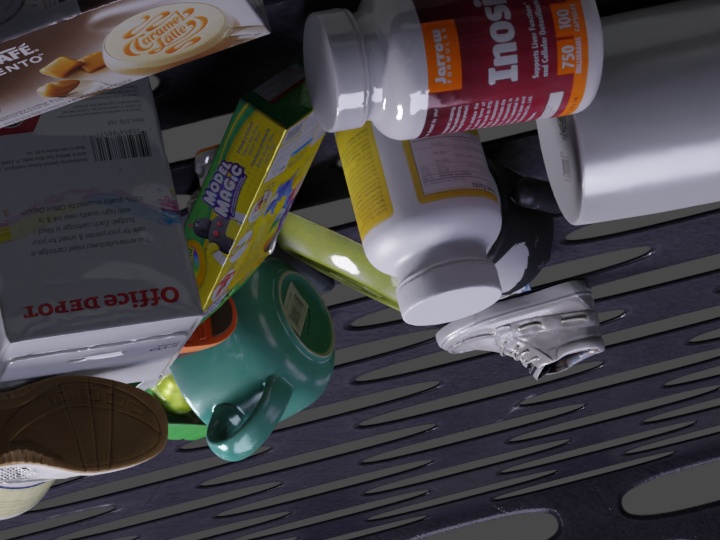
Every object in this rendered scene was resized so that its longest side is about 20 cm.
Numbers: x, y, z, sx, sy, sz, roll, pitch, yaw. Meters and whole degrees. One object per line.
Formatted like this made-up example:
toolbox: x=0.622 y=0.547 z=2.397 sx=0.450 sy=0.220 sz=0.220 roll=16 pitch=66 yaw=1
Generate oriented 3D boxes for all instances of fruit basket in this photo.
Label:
fruit basket: x=-0.165 y=0.109 z=1.942 sx=0.200 sy=0.094 sz=0.184 roll=-43 pitch=151 yaw=26

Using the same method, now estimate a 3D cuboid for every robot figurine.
robot figurine: x=0.102 y=-0.040 z=1.607 sx=0.199 sy=0.125 sz=0.151 roll=15 pitch=109 yaw=-57

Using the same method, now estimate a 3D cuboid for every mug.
mug: x=-0.088 y=0.077 z=1.603 sx=0.114 sy=0.187 sz=0.152 roll=-27 pitch=162 yaw=24

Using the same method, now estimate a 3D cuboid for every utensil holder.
utensil holder: x=0.251 y=-0.133 z=1.399 sx=0.198 sy=0.172 sz=0.170 roll=-10 pitch=162 yaw=-5

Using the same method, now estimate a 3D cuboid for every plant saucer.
plant saucer: x=0.000 y=0.000 z=1.598 sx=0.199 sy=0.031 sz=0.200 roll=27 pitch=176 yaw=2

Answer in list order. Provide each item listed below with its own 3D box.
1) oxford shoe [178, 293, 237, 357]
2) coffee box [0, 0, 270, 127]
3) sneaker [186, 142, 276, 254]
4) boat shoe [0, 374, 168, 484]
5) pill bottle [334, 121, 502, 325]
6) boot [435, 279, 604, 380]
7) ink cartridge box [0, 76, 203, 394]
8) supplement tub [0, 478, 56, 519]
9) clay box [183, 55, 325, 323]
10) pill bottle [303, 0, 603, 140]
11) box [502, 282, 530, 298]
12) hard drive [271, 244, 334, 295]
oxford shoe: x=-0.197 y=0.054 z=1.397 sx=0.198 sy=0.072 sz=0.073 roll=-3 pitch=163 yaw=-35
coffee box: x=-0.170 y=-0.169 z=1.088 sx=0.198 sy=0.080 sz=0.114 roll=-18 pitch=162 yaw=8
sneaker: x=-0.106 y=-0.037 z=1.507 sx=0.075 sy=0.093 sz=0.200 roll=-14 pitch=163 yaw=-5
boat shoe: x=-0.241 y=0.119 z=1.270 sx=0.198 sy=0.072 sz=0.069 roll=-1 pitch=165 yaw=-21
pill bottle: x=0.047 y=-0.065 z=1.372 sx=0.111 sy=0.202 sz=0.112 roll=-13 pitch=162 yaw=-4
boot: x=0.193 y=0.087 z=2.106 sx=0.198 sy=0.096 sz=0.074 roll=-20 pitch=161 yaw=14
ink cartridge box: x=-0.216 y=-0.023 z=1.285 sx=0.144 sy=0.202 sz=0.145 roll=-7 pitch=160 yaw=-22
supplement tub: x=-0.380 y=0.180 z=1.847 sx=0.144 sy=0.146 sz=0.200 roll=-6 pitch=160 yaw=-25
clay box: x=-0.086 y=-0.057 z=1.335 sx=0.201 sy=0.047 sz=0.115 roll=-62 pitch=171 yaw=31
pill bottle: x=0.065 y=-0.155 z=1.261 sx=0.198 sy=0.114 sz=0.113 roll=-11 pitch=162 yaw=-15
box: x=0.104 y=-0.002 z=1.865 sx=0.136 sy=0.040 sz=0.200 roll=-18 pitch=162 yaw=5
hard drive: x=-0.120 y=0.004 z=1.716 sx=0.138 sy=0.033 sz=0.200 roll=-19 pitch=162 yaw=12
